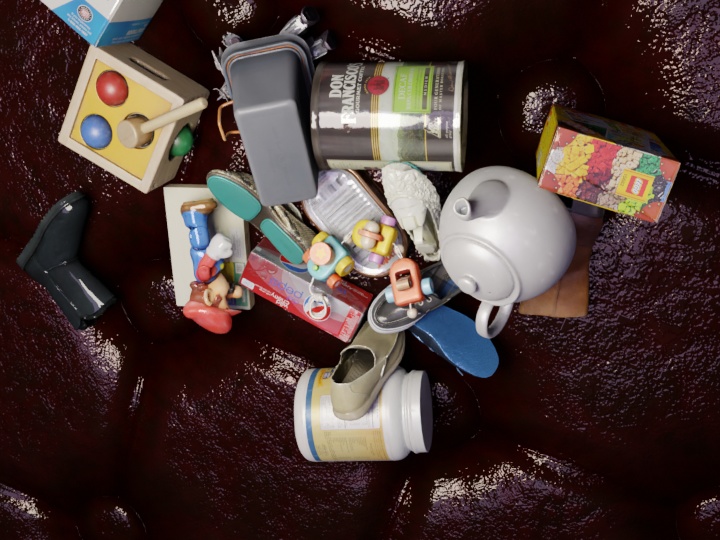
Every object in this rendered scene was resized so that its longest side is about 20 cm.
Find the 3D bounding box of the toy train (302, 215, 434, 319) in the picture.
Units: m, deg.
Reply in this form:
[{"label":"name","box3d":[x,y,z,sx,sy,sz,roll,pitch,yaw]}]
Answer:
[{"label":"toy train","box3d":[0.000,0.000,1.104,0.197,0.056,0.153,-10,79,21]}]

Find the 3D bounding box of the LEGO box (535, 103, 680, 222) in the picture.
[{"label":"LEGO box","box3d":[0.307,-0.144,0.991,0.147,0.200,0.078,17,113,5]}]

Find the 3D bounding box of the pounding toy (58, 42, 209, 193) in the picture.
[{"label":"pounding toy","box3d":[-0.315,-0.224,1.129,0.198,0.142,0.186,30,113,1]}]

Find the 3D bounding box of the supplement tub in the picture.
[{"label":"supplement tub","box3d":[0.007,0.223,1.215,0.197,0.145,0.147,-4,108,13]}]

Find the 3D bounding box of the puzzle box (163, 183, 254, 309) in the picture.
[{"label":"puzzle box","box3d":[-0.241,-0.037,1.242,0.131,0.025,0.203,3,110,11]}]

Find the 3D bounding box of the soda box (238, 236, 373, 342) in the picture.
[{"label":"soda box","box3d":[-0.084,0.029,1.206,0.198,0.070,0.064,29,117,2]}]

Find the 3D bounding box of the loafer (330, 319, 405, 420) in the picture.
[{"label":"loafer","box3d":[0.012,0.129,1.153,0.075,0.201,0.069,5,134,23]}]

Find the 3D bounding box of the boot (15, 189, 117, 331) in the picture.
[{"label":"boot","box3d":[-0.457,-0.011,1.268,0.168,0.076,0.200,46,119,-2]}]

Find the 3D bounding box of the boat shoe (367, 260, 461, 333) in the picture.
[{"label":"boat shoe","box3d":[0.101,0.027,1.127,0.198,0.066,0.071,-24,79,-6]}]

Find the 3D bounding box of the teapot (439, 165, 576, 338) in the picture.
[{"label":"teapot","box3d":[0.175,-0.023,1.012,0.200,0.146,0.197,43,154,-7]}]

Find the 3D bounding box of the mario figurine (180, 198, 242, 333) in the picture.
[{"label":"mario figurine","box3d":[-0.215,-0.006,1.174,0.104,0.123,0.204,-7,93,18]}]

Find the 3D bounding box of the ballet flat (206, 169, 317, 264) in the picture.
[{"label":"ballet flat","box3d":[-0.143,-0.094,1.174,0.200,0.076,0.068,41,136,-15]}]

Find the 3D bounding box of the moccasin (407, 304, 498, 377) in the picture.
[{"label":"moccasin","box3d":[0.127,0.087,1.184,0.199,0.068,0.081,41,80,8]}]

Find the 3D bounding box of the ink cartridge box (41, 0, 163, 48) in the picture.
[{"label":"ink cartridge box","box3d":[-0.337,-0.438,1.057,0.147,0.145,0.200,40,112,-5]}]

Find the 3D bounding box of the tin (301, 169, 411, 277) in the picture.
[{"label":"tin","box3d":[-0.008,-0.078,1.172,0.112,0.042,0.200,-38,98,25]}]

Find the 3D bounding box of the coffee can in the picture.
[{"label":"coffee can","box3d":[0.044,-0.210,1.055,0.197,0.147,0.149,2,110,11]}]

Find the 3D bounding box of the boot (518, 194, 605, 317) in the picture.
[{"label":"boot","box3d":[0.252,-0.033,1.130,0.185,0.069,0.203,4,117,3]}]

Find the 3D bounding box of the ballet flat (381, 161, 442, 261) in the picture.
[{"label":"ballet flat","box3d":[0.082,-0.073,1.079,0.071,0.073,0.200,-16,148,17]}]

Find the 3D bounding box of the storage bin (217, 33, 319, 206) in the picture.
[{"label":"storage bin","box3d":[-0.122,-0.191,1.054,0.143,0.135,0.202,-9,132,3]}]

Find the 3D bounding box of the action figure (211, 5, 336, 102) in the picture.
[{"label":"action figure","box3d":[-0.134,-0.296,1.104,0.198,0.070,0.130,-27,119,24]}]
